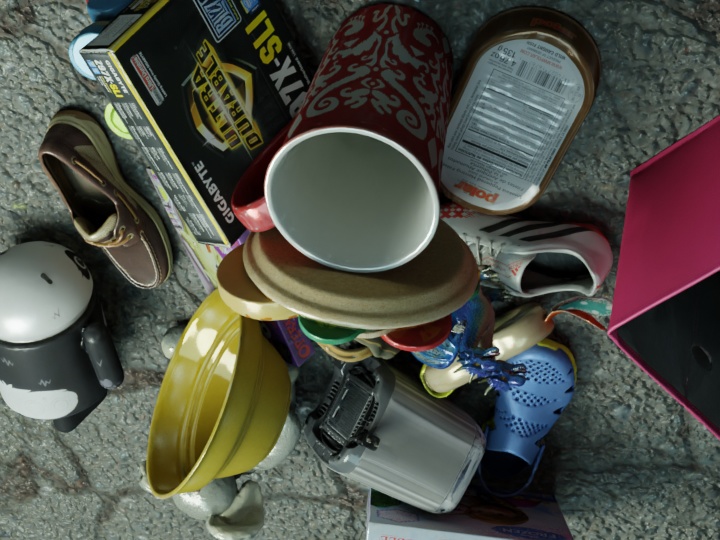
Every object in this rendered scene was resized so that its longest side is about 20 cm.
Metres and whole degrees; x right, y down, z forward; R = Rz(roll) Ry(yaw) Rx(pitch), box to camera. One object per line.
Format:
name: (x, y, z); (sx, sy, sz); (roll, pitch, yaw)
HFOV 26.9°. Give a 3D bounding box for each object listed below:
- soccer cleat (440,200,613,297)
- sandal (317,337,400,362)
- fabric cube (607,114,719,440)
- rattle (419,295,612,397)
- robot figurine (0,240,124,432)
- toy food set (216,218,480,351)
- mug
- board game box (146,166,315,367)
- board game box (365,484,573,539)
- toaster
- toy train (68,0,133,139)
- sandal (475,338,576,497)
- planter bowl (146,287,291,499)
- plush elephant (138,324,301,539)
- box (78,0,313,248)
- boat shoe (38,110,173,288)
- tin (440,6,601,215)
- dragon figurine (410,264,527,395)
soccer cleat: (0.121, -0.014, 1.318); (0.197, 0.085, 0.069); (7, 119, 9)
sandal: (-0.016, 0.048, 1.331); (0.054, 0.081, 0.200); (-35, 159, 4)
fabric cube: (0.337, 0.000, 1.194); (0.200, 0.200, 0.196); (41, 129, -20)
rattle: (0.118, 0.021, 1.354); (0.200, 0.129, 0.144); (-33, 73, 51)
robot figurine: (-0.312, 0.065, 1.502); (0.148, 0.125, 0.202); (-8, 130, 0)
toy food set: (0.000, 0.000, 1.208); (0.196, 0.200, 0.049); (23, 124, 25)
mug: (-0.011, -0.116, 1.190); (0.175, 0.201, 0.135); (4, 131, 10)
board game box: (-0.119, -0.009, 1.388); (0.119, 0.032, 0.201); (11, 133, 48)
board game box: (0.104, 0.252, 1.483); (0.197, 0.200, 0.042); (7, 96, 0)
toaster: (0.035, 0.157, 1.443); (0.128, 0.115, 0.200); (28, 177, -17)
toy train: (-0.179, -0.151, 1.273); (0.084, 0.116, 0.201); (-3, 129, 19)
sandal: (0.157, 0.148, 1.458); (0.079, 0.087, 0.201); (15, 131, 6)
planter bowl: (-0.118, 0.122, 1.376); (0.083, 0.202, 0.201); (22, 135, -22)
plush elephant: (-0.146, 0.177, 1.514); (0.163, 0.155, 0.201); (17, 143, 26)
box: (-0.117, -0.146, 1.227); (0.049, 0.160, 0.201); (7, 137, 43)
boat shoe: (-0.242, -0.051, 1.410); (0.071, 0.072, 0.201); (-7, 128, 22)
tin: (0.125, -0.128, 1.256); (0.111, 0.042, 0.201); (25, 133, 0)
dragon figurine: (0.063, 0.042, 1.291); (0.198, 0.100, 0.059); (15, 152, 36)
